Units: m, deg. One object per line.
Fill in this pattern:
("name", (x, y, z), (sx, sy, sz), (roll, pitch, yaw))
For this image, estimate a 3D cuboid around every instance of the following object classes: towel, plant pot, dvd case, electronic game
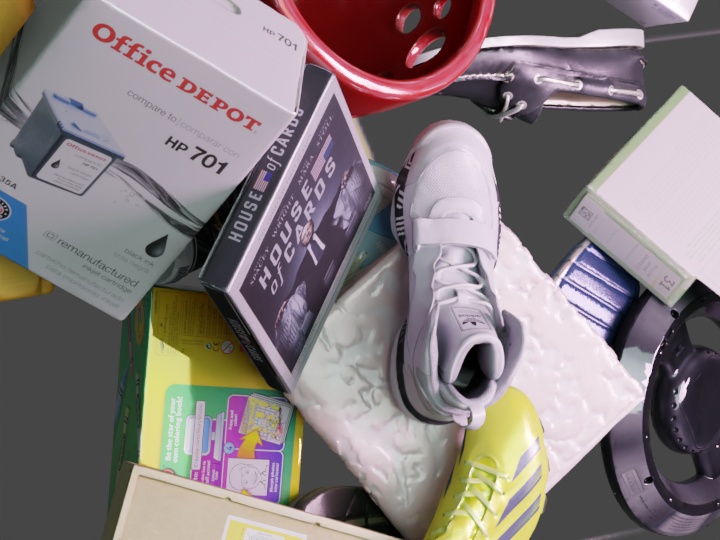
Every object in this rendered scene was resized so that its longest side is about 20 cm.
("towel", (0.063, 0.073, 1.625), (0.191, 0.032, 0.200), (-41, 102, -7))
("plant pot", (-0.042, -0.187, 1.554), (0.200, 0.182, 0.202), (12, 71, -39))
("dvd case", (-0.039, -0.022, 1.498), (0.025, 0.200, 0.151), (21, 75, 16))
("electronic game", (0.239, 0.093, 1.751), (0.199, 0.041, 0.201), (-9, 103, -46))

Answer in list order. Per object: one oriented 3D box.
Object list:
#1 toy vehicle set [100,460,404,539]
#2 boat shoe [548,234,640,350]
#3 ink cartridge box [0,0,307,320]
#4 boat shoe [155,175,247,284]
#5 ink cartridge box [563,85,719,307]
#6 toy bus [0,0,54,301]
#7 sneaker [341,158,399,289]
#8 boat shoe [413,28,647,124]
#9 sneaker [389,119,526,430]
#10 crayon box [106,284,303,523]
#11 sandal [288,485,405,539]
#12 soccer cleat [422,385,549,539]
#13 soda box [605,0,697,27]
("toy vehicle set", (-0.075, 0.209, 1.555), (0.199, 0.026, 0.125), (18, 85, -20))
("boat shoe", (0.129, 0.060, 1.712), (0.072, 0.072, 0.201), (35, 73, -19))
("ink cartridge box", (-0.146, -0.087, 1.434), (0.146, 0.200, 0.086), (30, 37, -18))
("boat shoe", (-0.144, -0.092, 1.599), (0.091, 0.071, 0.201), (-25, 89, -48))
("ink cartridge box", (0.262, -0.024, 1.718), (0.200, 0.048, 0.146), (42, 50, 5))
("toy bus", (-0.234, -0.080, 1.546), (0.065, 0.078, 0.201), (-8, 94, -23))
("sneaker", (0.000, 0.000, 1.652), (0.199, 0.079, 0.131), (29, 78, -21))
("boat shoe", (0.119, -0.134, 1.704), (0.199, 0.076, 0.061), (-7, 88, -23))
("sneaker", (0.066, 0.006, 1.544), (0.075, 0.115, 0.201), (3, 94, -14))
("crayon box", (-0.102, 0.112, 1.619), (0.118, 0.058, 0.201), (5, 89, -24))
("sandal", (0.016, 0.185, 1.667), (0.200, 0.057, 0.080), (15, 67, -41))
("soccer cleat", (0.070, 0.173, 1.573), (0.084, 0.064, 0.201), (11, 96, -57))
("soda box", (0.159, -0.253, 1.726), (0.200, 0.064, 0.068), (31, 79, -22))
